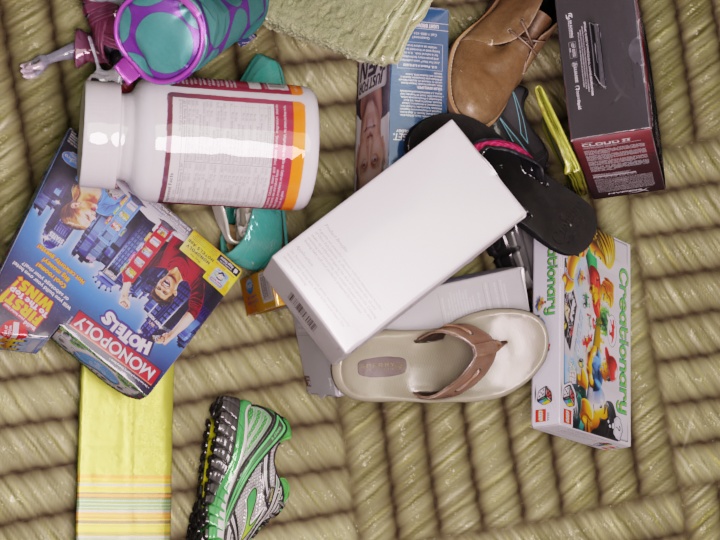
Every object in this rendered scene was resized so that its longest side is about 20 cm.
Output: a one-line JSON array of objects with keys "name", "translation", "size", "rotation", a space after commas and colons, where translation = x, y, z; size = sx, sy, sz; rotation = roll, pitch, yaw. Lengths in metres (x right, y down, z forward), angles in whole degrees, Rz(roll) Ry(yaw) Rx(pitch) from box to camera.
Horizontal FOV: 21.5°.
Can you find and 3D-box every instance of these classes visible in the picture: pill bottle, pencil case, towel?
[{"name": "pill bottle", "translation": [-0.141, -0.111, 1.627], "size": [0.199, 0.110, 0.110], "rotation": [3, 84, -11]}, {"name": "pencil case", "translation": [-0.143, -0.218, 1.634], "size": [0.092, 0.200, 0.085], "rotation": [-36, 96, 22]}, {"name": "towel", "translation": [0.182, -0.115, 1.741], "size": [0.018, 0.200, 0.086], "rotation": [-26, 83, 6]}, {"name": "towel", "translation": [-0.210, 0.157, 1.686], "size": [0.086, 0.018, 0.201], "rotation": [3, 83, -20]}, {"name": "towel", "translation": [-0.016, -0.266, 1.719], "size": [0.199, 0.036, 0.149], "rotation": [24, 76, 33]}]

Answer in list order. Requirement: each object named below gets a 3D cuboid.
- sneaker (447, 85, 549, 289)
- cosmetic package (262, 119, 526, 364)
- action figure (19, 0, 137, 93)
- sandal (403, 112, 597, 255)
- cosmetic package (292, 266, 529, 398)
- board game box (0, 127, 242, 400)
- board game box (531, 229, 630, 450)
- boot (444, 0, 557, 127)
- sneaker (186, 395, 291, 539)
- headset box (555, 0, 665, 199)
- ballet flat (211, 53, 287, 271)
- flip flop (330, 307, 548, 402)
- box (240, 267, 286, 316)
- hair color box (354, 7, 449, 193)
[{"name": "sneaker", "translation": [0.148, -0.084, 1.789], "size": [0.079, 0.075, 0.201], "rotation": [-15, 88, -21]}, {"name": "cosmetic package", "translation": [0.028, -0.023, 1.609], "size": [0.200, 0.085, 0.108], "rotation": [-36, 87, -14]}, {"name": "action figure", "translation": [-0.224, -0.240, 1.696], "size": [0.148, 0.134, 0.201], "rotation": [-13, 88, -44]}, {"name": "sandal", "translation": [0.133, -0.082, 1.697], "size": [0.199, 0.045, 0.075], "rotation": [29, 77, -12]}, {"name": "cosmetic package", "translation": [0.048, 0.056, 1.731], "size": [0.199, 0.107, 0.091], "rotation": [-9, 90, -19]}, {"name": "board game box", "translation": [-0.241, 0.017, 1.648], "size": [0.200, 0.062, 0.200], "rotation": [40, 65, -6]}, {"name": "board game box", "translation": [0.207, 0.058, 1.768], "size": [0.126, 0.034, 0.201], "rotation": [20, 67, -49]}, {"name": "boot", "translation": [0.139, -0.212, 1.761], "size": [0.074, 0.075, 0.200], "rotation": [42, 53, -19]}, {"name": "sneaker", "translation": [-0.104, 0.216, 1.686], "size": [0.085, 0.078, 0.201], "rotation": [12, 81, -16]}, {"name": "headset box", "translation": [0.229, -0.167, 1.731], "size": [0.077, 0.200, 0.150], "rotation": [-8, 74, 12]}, {"name": "ballet flat", "translation": [-0.104, -0.100, 1.716], "size": [0.070, 0.067, 0.201], "rotation": [1, 86, -36]}, {"name": "flip flop", "translation": [0.073, 0.077, 1.652], "size": [0.199, 0.058, 0.082], "rotation": [-3, 88, -16]}, {"name": "box", "translation": [0.000, 0.000, 1.715], "size": [0.199, 0.119, 0.042], "rotation": [-14, 88, -18]}, {"name": "hair color box", "translation": [0.037, -0.136, 1.748], "size": [0.060, 0.100, 0.201], "rotation": [3, 84, -17]}]
